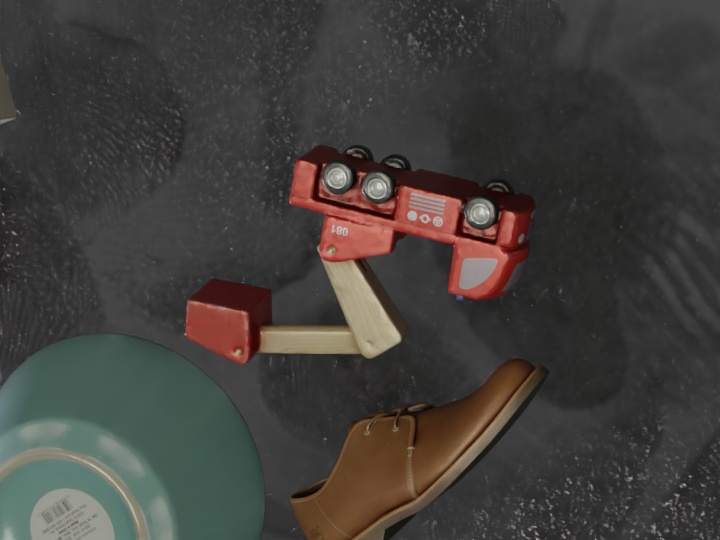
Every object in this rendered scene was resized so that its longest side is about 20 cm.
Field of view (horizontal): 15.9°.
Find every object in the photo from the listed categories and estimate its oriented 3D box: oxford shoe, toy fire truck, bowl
[{"bbox_3d":[0.031,0.109,1.581,0.200,0.071,0.071,-41,85,24],"label":"oxford shoe"},{"bbox_3d":[0.000,0.000,1.570,0.199,0.049,0.142,14,109,13],"label":"toy fire truck"},{"bbox_3d":[-0.171,0.150,1.637,0.199,0.105,0.202,5,106,17],"label":"bowl"}]

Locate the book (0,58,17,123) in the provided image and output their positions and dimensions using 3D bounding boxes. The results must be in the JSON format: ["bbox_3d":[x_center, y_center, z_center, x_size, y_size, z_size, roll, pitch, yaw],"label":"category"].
[{"bbox_3d":[-0.318,-0.128,1.615,0.199,0.048,0.135,-18,88,25],"label":"book"}]
